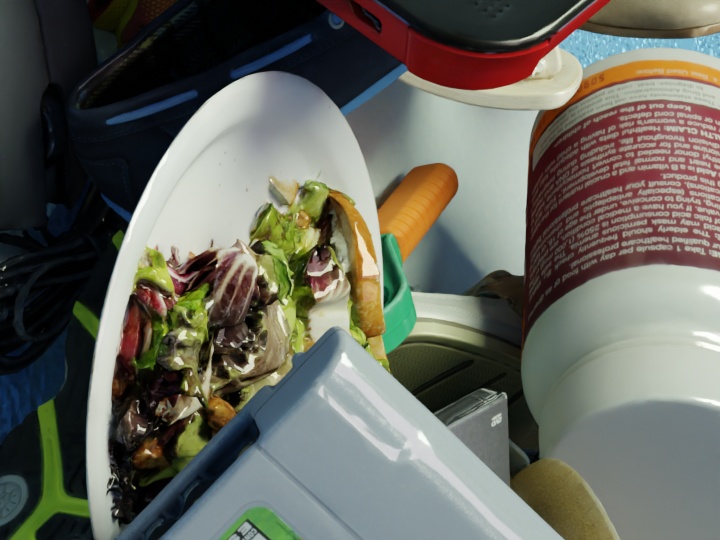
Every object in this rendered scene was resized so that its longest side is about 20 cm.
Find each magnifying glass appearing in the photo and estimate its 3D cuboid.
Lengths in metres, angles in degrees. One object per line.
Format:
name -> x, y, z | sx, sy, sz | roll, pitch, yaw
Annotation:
magnifying glass -> 0.000, 0.000, 0.995 | 0.200, 0.079, 0.023 | -48, 124, -60

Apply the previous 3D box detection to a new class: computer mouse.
computer mouse -> -0.122, -0.078, 0.860 | 0.138, 0.053, 0.201 | -43, 115, -49

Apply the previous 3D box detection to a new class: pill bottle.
pill bottle -> 0.123, 0.013, 0.996 | 0.114, 0.114, 0.201 | 49, 30, -33

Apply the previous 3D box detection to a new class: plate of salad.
plate of salad -> -0.029, 0.035, 0.810 | 0.200, 0.048, 0.201 | -32, 127, -58

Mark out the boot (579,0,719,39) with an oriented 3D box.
boot -> 0.106, -0.191, 1.107 | 0.070, 0.200, 0.147 | -11, 108, -24

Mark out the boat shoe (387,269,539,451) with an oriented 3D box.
boat shoe -> 0.061, 0.040, 1.067 | 0.200, 0.075, 0.069 | 23, 43, -47

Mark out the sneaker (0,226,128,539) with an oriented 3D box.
sneaker -> -0.081, 0.075, 0.844 | 0.201, 0.075, 0.077 | -60, 142, -26

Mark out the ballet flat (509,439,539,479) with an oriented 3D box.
ballet flat -> 0.022, 0.087, 0.988 | 0.200, 0.074, 0.075 | 17, 67, -59

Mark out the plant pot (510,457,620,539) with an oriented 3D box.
plant pot -> 0.072, 0.171, 0.902 | 0.027, 0.200, 0.201 | -7, 85, -14

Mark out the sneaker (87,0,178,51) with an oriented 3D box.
sneaker -> -0.062, -0.095, 0.946 | 0.073, 0.077, 0.201 | -111, 180, -56

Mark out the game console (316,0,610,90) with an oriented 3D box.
game console -> 0.020, -0.158, 0.834 | 0.200, 0.031, 0.177 | 38, 58, 17

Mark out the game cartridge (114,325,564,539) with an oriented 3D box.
game cartridge -> -0.031, 0.131, 0.748 | 0.200, 0.040, 0.133 | -46, 114, 2

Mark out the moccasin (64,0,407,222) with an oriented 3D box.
moccasin -> -0.017, -0.096, 0.852 | 0.200, 0.080, 0.068 | -46, 134, -10

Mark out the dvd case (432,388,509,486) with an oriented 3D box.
dvd case -> 0.009, 0.158, 0.839 | 0.148, 0.016, 0.201 | -24, 117, -49

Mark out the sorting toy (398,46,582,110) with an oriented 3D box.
sorting toy -> 0.028, -0.177, 1.063 | 0.180, 0.106, 0.201 | -57, 131, -68
